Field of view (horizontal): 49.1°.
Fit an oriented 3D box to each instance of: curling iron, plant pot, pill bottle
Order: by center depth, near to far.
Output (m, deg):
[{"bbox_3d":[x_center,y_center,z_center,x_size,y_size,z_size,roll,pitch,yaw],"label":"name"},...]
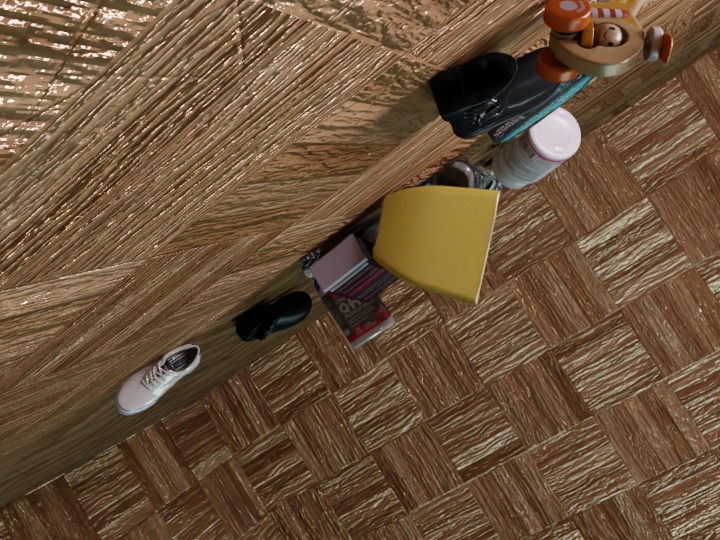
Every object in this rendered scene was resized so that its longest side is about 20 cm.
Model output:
[{"bbox_3d":[0.133,-0.060,1.413,0.194,0.199,0.196,-8,110,-81],"label":"plant pot"},{"bbox_3d":[-0.034,-0.054,1.511,0.200,0.026,0.050,-31,177,-24],"label":"curling iron"},{"bbox_3d":[0.353,-0.245,1.615,0.113,0.114,0.200,-31,176,-20],"label":"pill bottle"},{"bbox_3d":[-0.022,0.059,1.719,0.111,0.200,0.111,-33,176,-3],"label":"pill bottle"}]

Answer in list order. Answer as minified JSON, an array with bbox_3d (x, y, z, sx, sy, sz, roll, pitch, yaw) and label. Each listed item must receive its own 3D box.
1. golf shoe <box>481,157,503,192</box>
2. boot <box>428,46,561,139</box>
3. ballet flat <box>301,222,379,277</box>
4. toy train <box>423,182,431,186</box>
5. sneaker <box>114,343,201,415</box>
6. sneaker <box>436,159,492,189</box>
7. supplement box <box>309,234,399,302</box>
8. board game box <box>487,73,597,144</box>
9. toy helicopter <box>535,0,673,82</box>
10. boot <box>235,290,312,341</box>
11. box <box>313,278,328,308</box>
[{"bbox_3d":[0.298,-0.216,1.879,0.094,0.078,0.200,-27,164,-18],"label":"golf shoe"},{"bbox_3d":[0.163,-0.218,0.899,0.165,0.066,0.200,-35,171,11],"label":"boot"},{"bbox_3d":[-0.030,-0.028,1.593,0.200,0.072,0.072,-34,176,18],"label":"ballet flat"},{"bbox_3d":[0.108,-0.105,1.600,0.114,0.087,0.200,-35,176,-9],"label":"toy train"},{"bbox_3d":[-0.402,0.207,1.567,0.200,0.073,0.071,-41,172,-33],"label":"sneaker"},{"bbox_3d":[0.206,-0.185,1.545,0.114,0.076,0.200,-54,164,-13],"label":"sneaker"},{"bbox_3d":[0.000,0.000,1.519,0.109,0.061,0.200,-37,158,16],"label":"supplement box"},{"bbox_3d":[0.333,-0.299,1.417,0.200,0.028,0.135,-35,174,30],"label":"board game box"},{"bbox_3d":[0.282,-0.268,0.842,0.200,0.132,0.079,-51,153,-33],"label":"toy helicopter"},{"bbox_3d":[-0.193,0.105,1.808,0.200,0.077,0.168,-26,178,-12],"label":"boot"},{"bbox_3d":[-0.008,0.010,1.817,0.200,0.119,0.041,-32,176,-25],"label":"box"}]
